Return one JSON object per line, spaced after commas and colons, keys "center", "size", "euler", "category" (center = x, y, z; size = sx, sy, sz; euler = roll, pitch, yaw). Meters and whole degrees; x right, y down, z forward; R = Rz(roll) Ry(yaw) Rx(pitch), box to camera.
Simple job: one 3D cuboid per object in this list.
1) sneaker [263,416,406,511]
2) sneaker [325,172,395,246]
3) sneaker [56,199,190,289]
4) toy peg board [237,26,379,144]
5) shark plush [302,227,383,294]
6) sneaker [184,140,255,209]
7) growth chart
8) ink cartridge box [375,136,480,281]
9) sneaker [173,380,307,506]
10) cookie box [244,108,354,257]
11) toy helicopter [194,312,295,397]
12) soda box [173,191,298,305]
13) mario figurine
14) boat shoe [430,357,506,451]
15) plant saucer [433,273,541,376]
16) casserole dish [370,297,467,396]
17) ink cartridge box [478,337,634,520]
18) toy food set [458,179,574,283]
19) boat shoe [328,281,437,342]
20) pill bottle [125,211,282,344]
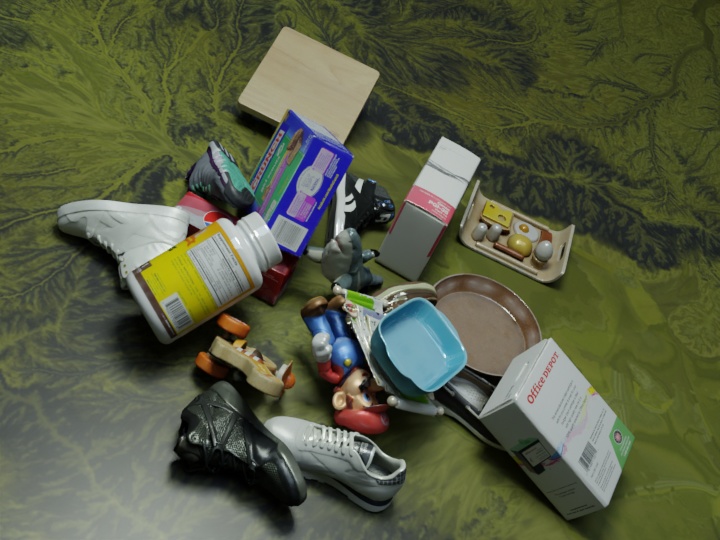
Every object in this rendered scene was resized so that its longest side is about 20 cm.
{"center": [-0.034, 0.234, 1.207], "size": [0.197, 0.081, 0.077], "euler": [24, 46, 1], "category": "sneaker"}
{"center": [0.005, -0.086, 1.520], "size": [0.110, 0.074, 0.202], "euler": [13, 45, -10], "category": "sneaker"}
{"center": [-0.347, -0.033, 1.315], "size": [0.196, 0.074, 0.118], "euler": [3, 71, 9], "category": "sneaker"}
{"center": [-0.097, -0.303, 1.679], "size": [0.197, 0.098, 0.201], "euler": [25, 60, 1], "category": "toy peg board"}
{"center": [0.000, 0.000, 1.384], "size": [0.091, 0.083, 0.200], "euler": [51, 7, 38], "category": "shark plush"}
{"center": [-0.221, -0.125, 1.421], "size": [0.074, 0.087, 0.200], "euler": [46, 6, -30], "category": "sneaker"}
{"center": [0.041, 0.114, 1.285], "size": [0.144, 0.018, 0.202], "euler": [11, 48, -55], "category": "growth chart"}
{"center": [0.114, -0.104, 1.532], "size": [0.082, 0.147, 0.201], "euler": [29, 45, 3], "category": "ink cartridge box"}
{"center": [-0.158, 0.236, 1.156], "size": [0.113, 0.077, 0.199], "euler": [-29, 63, -38], "category": "sneaker"}
{"center": [-0.102, -0.137, 1.396], "size": [0.074, 0.173, 0.200], "euler": [25, 11, -23], "category": "cookie box"}
{"center": [-0.133, 0.132, 1.207], "size": [0.131, 0.080, 0.200], "euler": [30, -2, -20], "category": "toy helicopter"}
{"center": [-0.193, -0.034, 1.388], "size": [0.198, 0.071, 0.064], "euler": [28, 42, 3], "category": "soda box"}
{"center": [-0.004, 0.125, 1.271], "size": [0.122, 0.106, 0.203], "euler": [-19, 74, -15], "category": "mario figurine"}
{"center": [0.180, 0.194, 1.350], "size": [0.198, 0.061, 0.074], "euler": [32, 44, 6], "category": "boat shoe"}
{"center": [0.191, 0.092, 1.468], "size": [0.197, 0.035, 0.202], "euler": [11, 46, -12], "category": "plant saucer"}
{"center": [0.077, 0.108, 1.273], "size": [0.122, 0.039, 0.199], "euler": [53, 30, 6], "category": "casserole dish"}
{"center": [0.279, 0.222, 1.309], "size": [0.200, 0.084, 0.145], "euler": [49, 45, -6], "category": "ink cartridge box"}
{"center": [0.278, -0.075, 1.640], "size": [0.197, 0.061, 0.144], "euler": [26, 45, 0], "category": "toy food set"}
{"center": [0.031, 0.077, 1.388], "size": [0.199, 0.075, 0.076], "euler": [-14, 58, -17], "category": "boat shoe"}
{"center": [-0.208, 0.004, 1.249], "size": [0.198, 0.110, 0.110], "euler": [-32, 64, -13], "category": "pill bottle"}
